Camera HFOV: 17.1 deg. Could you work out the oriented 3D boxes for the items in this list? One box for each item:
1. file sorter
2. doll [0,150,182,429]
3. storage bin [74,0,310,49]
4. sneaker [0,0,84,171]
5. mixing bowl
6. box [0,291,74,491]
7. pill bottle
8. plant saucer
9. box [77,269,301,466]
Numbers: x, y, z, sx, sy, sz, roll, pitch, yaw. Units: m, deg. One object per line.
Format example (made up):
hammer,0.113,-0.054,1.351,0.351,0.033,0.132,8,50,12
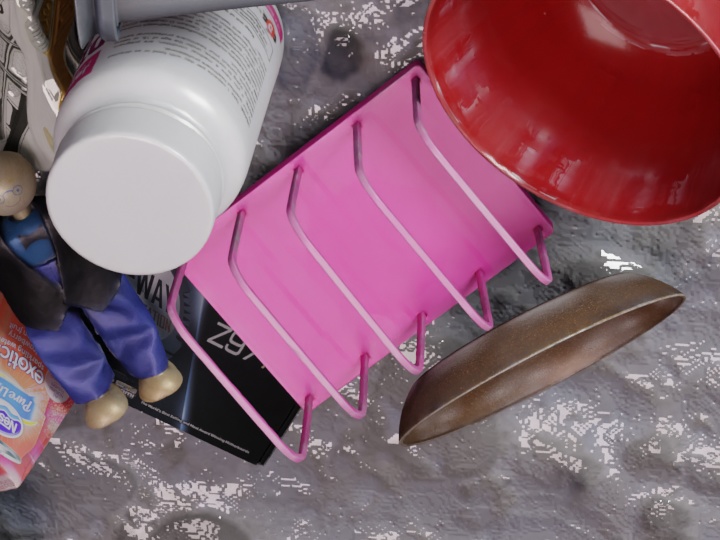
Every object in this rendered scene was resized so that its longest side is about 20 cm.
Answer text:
file sorter,0.000,0.000,1.444,0.200,0.125,0.139,-37,106,13
doll,-0.183,0.003,1.498,0.136,0.048,0.200,-26,123,6
storage bin,-0.088,-0.225,1.304,0.134,0.200,0.146,-3,125,-3
sneaker,-0.215,-0.145,1.444,0.088,0.076,0.200,3,120,21
mixing bowl,0.148,-0.133,1.355,0.200,0.108,0.200,22,144,18
box,-0.300,0.091,1.581,0.200,0.095,0.103,-13,123,37
pill bottle,-0.114,-0.092,1.386,0.113,0.200,0.113,4,125,6
plant saucer,0.107,0.051,1.484,0.200,0.200,0.032,-34,78,28
box,-0.116,0.024,1.566,0.200,0.044,0.160,26,125,-9
